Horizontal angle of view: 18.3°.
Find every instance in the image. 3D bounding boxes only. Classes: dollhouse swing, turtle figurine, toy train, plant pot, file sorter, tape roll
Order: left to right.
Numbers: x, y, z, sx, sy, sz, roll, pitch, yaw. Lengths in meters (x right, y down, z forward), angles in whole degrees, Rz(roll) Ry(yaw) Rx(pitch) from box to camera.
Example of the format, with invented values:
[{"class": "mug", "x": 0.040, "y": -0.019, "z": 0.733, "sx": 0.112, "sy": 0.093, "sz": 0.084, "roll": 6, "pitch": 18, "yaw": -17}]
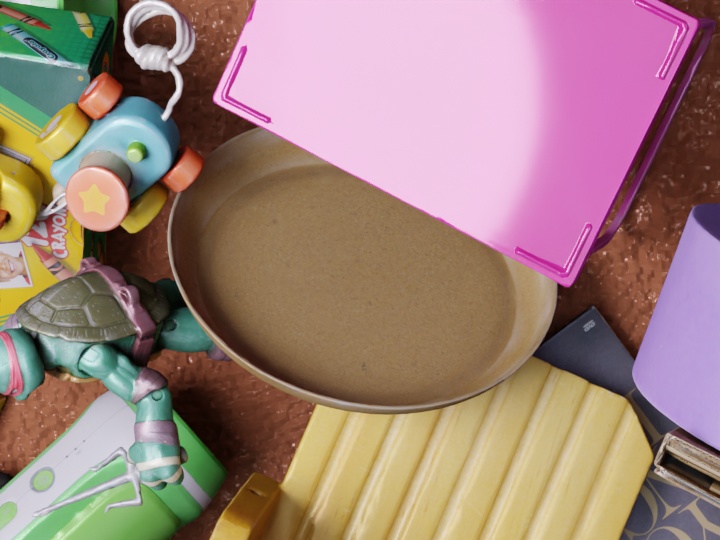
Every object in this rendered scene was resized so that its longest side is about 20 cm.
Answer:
[{"class": "toy train", "x": -0.178, "y": -0.072, "z": 1.105, "sx": 0.199, "sy": 0.056, "sz": 0.151, "roll": 0, "pitch": 125, "yaw": 9}, {"class": "turtle figurine", "x": -0.126, "y": 0.044, "z": 1.136, "sx": 0.150, "sy": 0.199, "sz": 0.101, "roll": 43, "pitch": 137, "yaw": 37}, {"class": "plant pot", "x": 0.000, "y": 0.000, "z": 1.133, "sx": 0.200, "sy": 0.200, "sz": 0.028, "roll": 28, "pitch": 136, "yaw": 13}, {"class": "dollhouse swing", "x": 0.041, "y": 0.127, "z": 1.075, "sx": 0.199, "sy": 0.182, "sz": 0.176, "roll": 24, "pitch": 96, "yaw": 3}, {"class": "file sorter", "x": 0.058, "y": -0.106, "z": 1.119, "sx": 0.200, "sy": 0.125, "sz": 0.139, "roll": 28, "pitch": 104, "yaw": 12}, {"class": "tape roll", "x": 0.234, "y": 0.044, "z": 1.042, "sx": 0.199, "sy": 0.200, "sz": 0.085, "roll": 23, "pitch": 105, "yaw": 14}]

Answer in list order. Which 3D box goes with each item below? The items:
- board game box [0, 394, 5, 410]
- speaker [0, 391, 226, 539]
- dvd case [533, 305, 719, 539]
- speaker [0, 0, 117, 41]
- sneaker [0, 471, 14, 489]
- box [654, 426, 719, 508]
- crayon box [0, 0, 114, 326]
[{"class": "board game box", "x": -0.283, "y": 0.122, "z": 1.317, "sx": 0.095, "sy": 0.030, "sz": 0.201, "roll": 30, "pitch": 109, "yaw": 11}, {"class": "speaker", "x": -0.169, "y": 0.150, "z": 1.210, "sx": 0.200, "sy": 0.088, "sz": 0.088, "roll": -42, "pitch": 83, "yaw": -6}, {"class": "dvd case", "x": 0.121, "y": 0.142, "z": 1.157, "sx": 0.149, "sy": 0.016, "sz": 0.200, "roll": -36, "pitch": 86, "yaw": -6}, {"class": "speaker", "x": -0.239, "y": -0.141, "z": 1.235, "sx": 0.199, "sy": 0.088, "sz": 0.089, "roll": 0, "pitch": 97, "yaw": 19}, {"class": "sneaker", "x": -0.238, "y": 0.202, "z": 1.285, "sx": 0.090, "sy": 0.076, "sz": 0.201, "roll": 7, "pitch": 112, "yaw": -19}, {"class": "box", "x": 0.225, "y": 0.115, "z": 1.055, "sx": 0.163, "sy": 0.200, "sz": 0.021, "roll": 27, "pitch": 96, "yaw": 13}, {"class": "crayon box", "x": -0.197, "y": -0.047, "z": 1.196, "sx": 0.118, "sy": 0.058, "sz": 0.201, "roll": 9, "pitch": 126, "yaw": 3}]
